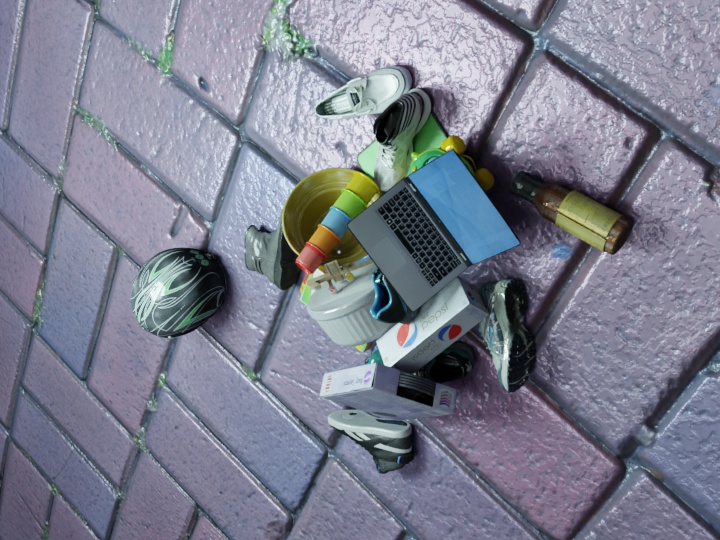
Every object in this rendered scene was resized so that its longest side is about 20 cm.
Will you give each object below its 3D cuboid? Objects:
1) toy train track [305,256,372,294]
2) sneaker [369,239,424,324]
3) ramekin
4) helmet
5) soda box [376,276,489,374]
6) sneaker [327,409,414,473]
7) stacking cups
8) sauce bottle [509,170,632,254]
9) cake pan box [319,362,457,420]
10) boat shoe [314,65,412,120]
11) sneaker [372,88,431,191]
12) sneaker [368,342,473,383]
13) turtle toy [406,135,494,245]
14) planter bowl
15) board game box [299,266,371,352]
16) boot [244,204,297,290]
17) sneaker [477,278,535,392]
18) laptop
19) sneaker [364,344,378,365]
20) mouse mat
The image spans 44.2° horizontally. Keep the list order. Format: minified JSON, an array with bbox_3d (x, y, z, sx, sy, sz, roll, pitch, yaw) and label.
[{"bbox_3d":[0.000,0.000,1.596,0.198,0.115,0.033,-22,72,2],"label":"toy train track"},{"bbox_3d":[0.065,-0.006,1.514,0.073,0.081,0.203,11,99,51],"label":"sneaker"},{"bbox_3d":[0.006,0.059,1.646,0.201,0.202,0.095,-14,112,41],"label":"ramekin"},{"bbox_3d":[-0.413,0.049,1.976,0.198,0.190,0.203,14,114,34],"label":"helmet"},{"bbox_3d":[0.124,0.101,1.553,0.200,0.063,0.069,-41,47,22],"label":"soda box"},{"bbox_3d":[0.018,0.358,1.824,0.198,0.073,0.113,6,108,36],"label":"sneaker"},{"bbox_3d":[-0.048,-0.086,1.598,0.060,0.201,0.061,37,168,9],"label":"stacking cups"},{"bbox_3d":[0.330,-0.098,1.408,0.199,0.066,0.067,35,125,24],"label":"sauce bottle"},{"bbox_3d":[0.050,0.223,1.609,0.199,0.183,0.053,-22,54,57],"label":"cake pan box"},{"bbox_3d":[0.002,-0.307,1.591,0.199,0.067,0.074,-19,95,41],"label":"boat shoe"},{"bbox_3d":[0.045,-0.219,1.549,0.075,0.115,0.202,35,125,22],"label":"sneaker"},{"bbox_3d":[0.107,0.171,1.628,0.197,0.080,0.072,-5,105,12],"label":"sneaker"},{"bbox_3d":[0.151,-0.122,1.515,0.200,0.101,0.146,49,131,-1],"label":"turtle toy"},{"bbox_3d":[-0.043,-0.086,1.673,0.200,0.200,0.084,42,169,19],"label":"planter bowl"},{"bbox_3d":[-0.046,0.069,1.801,0.200,0.030,0.096,40,127,24],"label":"board game box"},{"bbox_3d":[-0.188,-0.068,1.838,0.131,0.069,0.202,30,119,33],"label":"boot"},{"bbox_3d":[0.250,0.112,1.558,0.086,0.077,0.203,5,103,50],"label":"sneaker"},{"bbox_3d":[0.114,-0.059,1.431,0.199,0.116,0.188,-38,99,-2],"label":"laptop"},{"bbox_3d":[0.059,0.165,1.708,0.078,0.089,0.202,25,121,28],"label":"sneaker"},{"bbox_3d":[0.090,-0.189,1.605,0.199,0.008,0.162,-35,84,42],"label":"mouse mat"}]
